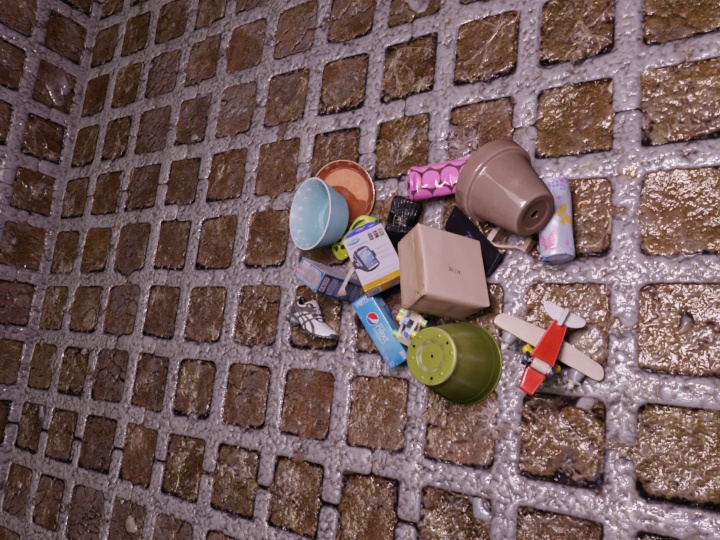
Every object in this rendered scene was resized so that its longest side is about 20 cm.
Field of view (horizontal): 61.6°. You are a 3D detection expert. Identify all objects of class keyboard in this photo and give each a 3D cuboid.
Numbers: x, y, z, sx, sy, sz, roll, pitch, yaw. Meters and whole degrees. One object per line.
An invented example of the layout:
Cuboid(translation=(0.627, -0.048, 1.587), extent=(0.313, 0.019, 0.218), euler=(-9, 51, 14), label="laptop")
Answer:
Cuboid(translation=(0.293, -0.096, 1.528), extent=(0.201, 0.020, 0.128), euler=(54, 134, 36), label="keyboard")

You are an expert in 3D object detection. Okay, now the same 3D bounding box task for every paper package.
Cuboid(translation=(0.197, 0.007, 1.456), extent=(0.103, 0.197, 0.194), euler=(-38, 47, 50), label="paper package")

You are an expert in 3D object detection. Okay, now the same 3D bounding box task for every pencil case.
Cuboid(translation=(0.216, -0.242, 1.571), extent=(0.196, 0.091, 0.095), euler=(-10, 108, 9), label="pencil case")
Cuboid(translation=(0.452, -0.116, 1.409), extent=(0.091, 0.082, 0.204), euler=(138, 135, -72), label="pencil case")

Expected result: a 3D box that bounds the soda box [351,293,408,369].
Cuboid(translation=(0.060, 0.153, 1.583), extent=(0.064, 0.068, 0.202), euler=(-34, 80, 19), label="soda box")

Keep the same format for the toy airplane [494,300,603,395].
Cuboid(translation=(0.414, 0.173, 1.343), extent=(0.196, 0.142, 0.202), euler=(-11, 56, -8), label="toy airplane")

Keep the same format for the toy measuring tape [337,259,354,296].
Cuboid(translation=(0.000, 0.000, 1.646), extent=(0.073, 0.074, 0.202), euler=(1, 54, 35), label="toy measuring tape")

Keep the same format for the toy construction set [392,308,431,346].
Cuboid(translation=(0.151, 0.117, 1.516), extent=(0.092, 0.199, 0.133), euler=(34, 137, 27), label="toy construction set")

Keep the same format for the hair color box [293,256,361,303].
Cuboid(translation=(-0.083, 0.031, 1.671), extent=(0.099, 0.199, 0.061), euler=(33, 97, 36), label="hair color box")

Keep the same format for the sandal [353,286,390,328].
Cuboid(translation=(0.033, 0.061, 1.673), extent=(0.055, 0.081, 0.203), euler=(37, 108, 57), label="sandal")

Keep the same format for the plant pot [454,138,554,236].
Cuboid(translation=(0.341, -0.172, 1.375), extent=(0.201, 0.199, 0.175), euler=(-50, 46, 13), label="plant pot")

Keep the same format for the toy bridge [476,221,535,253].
Cuboid(translation=(0.342, -0.098, 1.514), extent=(0.200, 0.027, 0.068), euler=(41, 103, 36), label="toy bridge")

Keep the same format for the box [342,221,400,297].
Cuboid(translation=(0.033, -0.036, 1.591), extent=(0.117, 0.042, 0.202), euler=(-24, 53, -1), label="box")

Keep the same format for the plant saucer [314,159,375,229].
Cuboid(translation=(-0.050, -0.222, 1.779), extent=(0.197, 0.032, 0.204), euler=(2, 96, 15), label="plant saucer")

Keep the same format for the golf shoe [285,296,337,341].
Cuboid(translation=(-0.138, 0.138, 1.760), extent=(0.198, 0.077, 0.096), euler=(24, 92, 36), label="golf shoe")

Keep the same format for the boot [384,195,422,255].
Cuboid(translation=(0.140, -0.107, 1.626), extent=(0.210, 0.079, 0.160), euler=(28, 94, 37), label="boot")

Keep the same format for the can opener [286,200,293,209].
Cuboid(translation=(-0.137, -0.193, 1.857), extent=(0.197, 0.066, 0.054), euler=(-6, 75, 28), label="can opener")

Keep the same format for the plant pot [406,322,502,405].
Cuboid(translation=(0.208, 0.210, 1.426), extent=(0.198, 0.192, 0.204), euler=(-10, 72, 32), label="plant pot")

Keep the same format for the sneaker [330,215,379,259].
Cuboid(translation=(-0.013, -0.092, 1.739), extent=(0.199, 0.083, 0.075), euler=(-35, 77, 43), label="sneaker")

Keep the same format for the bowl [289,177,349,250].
Cuboid(translation=(-0.106, -0.153, 1.706), extent=(0.199, 0.104, 0.205), euler=(-9, 78, 49), label="bowl")
